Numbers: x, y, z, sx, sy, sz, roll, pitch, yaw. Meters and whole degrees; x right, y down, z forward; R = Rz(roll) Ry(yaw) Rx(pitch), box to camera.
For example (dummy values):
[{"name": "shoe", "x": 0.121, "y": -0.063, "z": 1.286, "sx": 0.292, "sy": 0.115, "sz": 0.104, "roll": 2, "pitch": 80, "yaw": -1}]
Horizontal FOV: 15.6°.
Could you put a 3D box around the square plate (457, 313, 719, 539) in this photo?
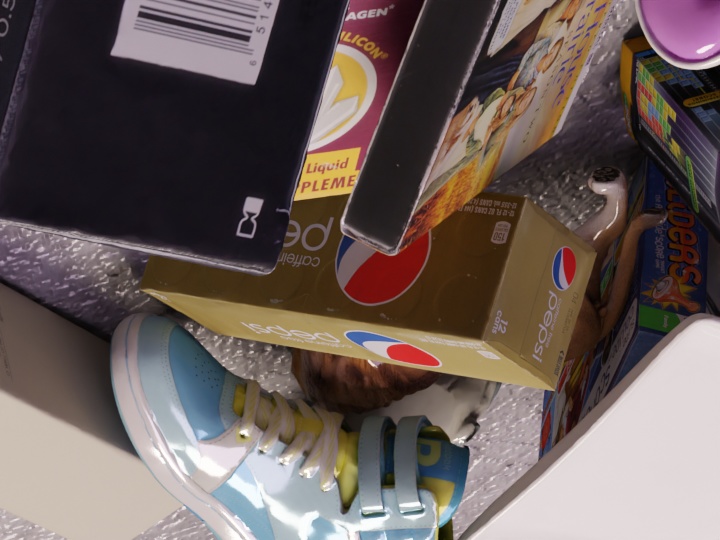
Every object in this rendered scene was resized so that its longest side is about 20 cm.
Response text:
[{"name": "square plate", "x": 0.161, "y": 0.096, "z": 1.274, "sx": 0.200, "sy": 0.029, "sz": 0.198, "roll": 16, "pitch": 129, "yaw": -41}]

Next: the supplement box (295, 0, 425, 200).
[{"name": "supplement box", "x": -0.033, "y": -0.126, "z": 1.053, "sx": 0.130, "sy": 0.103, "sz": 0.200, "roll": -8, "pitch": 142, "yaw": -17}]

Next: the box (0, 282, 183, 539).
[{"name": "box", "x": -0.167, "y": 0.061, "z": 1.243, "sx": 0.068, "sy": 0.082, "sz": 0.200, "roll": -34, "pitch": 141, "yaw": 17}]

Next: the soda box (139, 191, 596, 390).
[{"name": "soda box", "x": 0.000, "y": 0.000, "z": 1.166, "sx": 0.199, "sy": 0.068, "sz": 0.064, "roll": 8, "pitch": 164, "yaw": 39}]

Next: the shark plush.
[{"name": "shark plush", "x": 0.025, "y": 0.065, "z": 1.379, "sx": 0.200, "sy": 0.091, "sz": 0.083, "roll": -49, "pitch": -179, "yaw": -3}]

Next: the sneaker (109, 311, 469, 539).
[{"name": "sneaker", "x": -0.023, "y": 0.081, "z": 1.259, "sx": 0.130, "sy": 0.080, "sz": 0.200, "roll": -19, "pitch": 126, "yaw": 25}]

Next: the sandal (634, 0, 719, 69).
[{"name": "sandal", "x": 0.170, "y": -0.178, "z": 1.113, "sx": 0.050, "sy": 0.082, "sz": 0.203, "roll": -5, "pitch": 132, "yaw": -52}]

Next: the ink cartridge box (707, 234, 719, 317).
[{"name": "ink cartridge box", "x": 0.249, "y": -0.002, "z": 1.347, "sx": 0.146, "sy": 0.083, "sz": 0.200, "roll": -17, "pitch": 154, "yaw": -15}]

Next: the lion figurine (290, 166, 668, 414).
[{"name": "lion figurine", "x": 0.055, "y": 0.018, "z": 1.271, "sx": 0.199, "sy": 0.073, "sz": 0.123, "roll": 1, "pitch": 123, "yaw": 18}]

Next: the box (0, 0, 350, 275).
[{"name": "box", "x": -0.098, "y": -0.125, "z": 0.879, "sx": 0.117, "sy": 0.200, "sz": 0.197, "roll": 10, "pitch": 100, "yaw": -36}]

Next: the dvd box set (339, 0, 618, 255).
[{"name": "dvd box set", "x": 0.064, "y": -0.099, "z": 1.075, "sx": 0.200, "sy": 0.029, "sz": 0.147, "roll": -36, "pitch": 151, "yaw": -62}]

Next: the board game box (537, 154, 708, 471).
[{"name": "board game box", "x": 0.131, "y": 0.051, "z": 1.339, "sx": 0.034, "sy": 0.136, "sz": 0.200, "roll": 14, "pitch": 136, "yaw": -4}]

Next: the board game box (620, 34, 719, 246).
[{"name": "board game box", "x": 0.242, "y": -0.072, "z": 1.210, "sx": 0.199, "sy": 0.165, "sz": 0.057, "roll": -15, "pitch": 122, "yaw": -11}]
